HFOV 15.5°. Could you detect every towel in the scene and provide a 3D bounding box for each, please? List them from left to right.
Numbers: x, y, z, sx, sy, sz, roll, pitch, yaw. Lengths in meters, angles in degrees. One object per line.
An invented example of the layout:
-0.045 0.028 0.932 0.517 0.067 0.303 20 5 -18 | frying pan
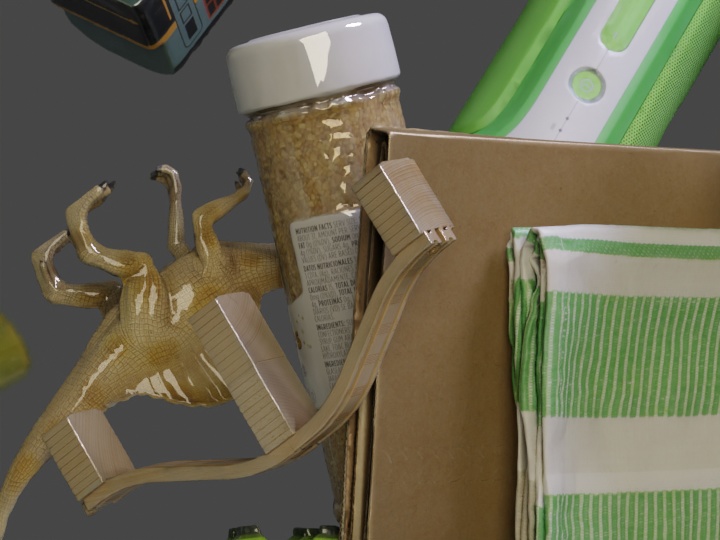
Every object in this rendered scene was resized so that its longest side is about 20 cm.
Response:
0.121 0.083 1.057 0.152 0.023 0.202 -1 89 -36 | towel

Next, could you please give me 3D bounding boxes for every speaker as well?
0.099 -0.084 1.133 0.088 0.088 0.201 31 72 1 | speaker

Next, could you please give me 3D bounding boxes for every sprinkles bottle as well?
0.000 0.000 1.072 0.068 0.068 0.201 -14 94 -13 | sprinkles bottle

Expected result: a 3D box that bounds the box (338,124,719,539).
0.082 0.029 1.063 0.199 0.021 0.165 1 93 -34 | box

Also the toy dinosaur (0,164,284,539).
-0.089 0.018 1.087 0.199 0.058 0.101 -35 83 -17 | toy dinosaur

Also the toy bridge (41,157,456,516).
-0.039 0.041 1.011 0.200 0.027 0.067 -39 76 27 | toy bridge

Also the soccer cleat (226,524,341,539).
0.020 0.150 1.064 0.199 0.068 0.082 11 81 -7 | soccer cleat

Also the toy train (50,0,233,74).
-0.066 -0.179 1.121 0.085 0.114 0.201 25 66 22 | toy train
